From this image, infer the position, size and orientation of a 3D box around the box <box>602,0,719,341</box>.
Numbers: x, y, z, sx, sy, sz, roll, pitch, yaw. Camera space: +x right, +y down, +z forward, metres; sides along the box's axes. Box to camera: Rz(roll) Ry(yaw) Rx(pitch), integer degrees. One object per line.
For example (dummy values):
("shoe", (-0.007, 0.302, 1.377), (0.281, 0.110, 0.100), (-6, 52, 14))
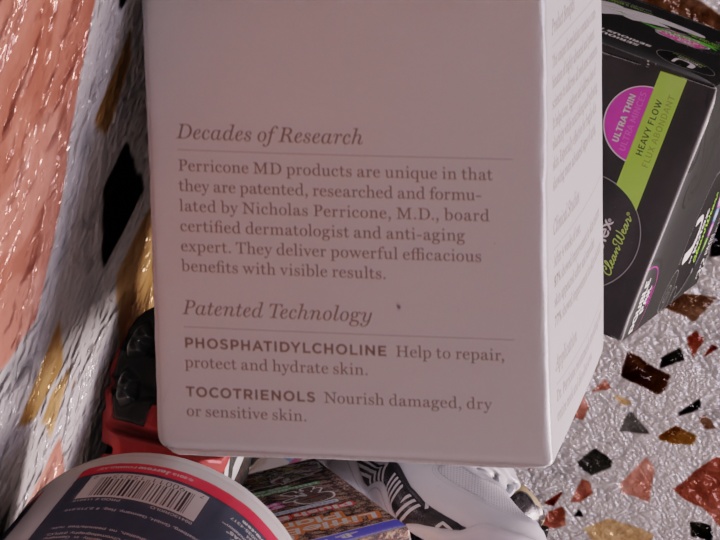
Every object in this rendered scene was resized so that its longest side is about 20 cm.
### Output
("box", (0.133, -0.064, 1.537), (0.200, 0.124, 0.149), (-25, 135, -70))

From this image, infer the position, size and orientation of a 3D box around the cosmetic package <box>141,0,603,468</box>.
("cosmetic package", (0.011, -0.038, 1.192), (0.167, 0.166, 0.200), (-48, 138, -71))

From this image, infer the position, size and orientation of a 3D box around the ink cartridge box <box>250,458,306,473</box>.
("ink cartridge box", (-0.019, 0.148, 1.695), (0.200, 0.085, 0.145), (-46, 163, -17))

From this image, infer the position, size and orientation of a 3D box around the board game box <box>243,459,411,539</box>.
("board game box", (-0.031, 0.196, 1.424), (0.200, 0.097, 0.160), (-159, -123, -75))

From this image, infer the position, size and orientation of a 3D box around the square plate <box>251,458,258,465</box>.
("square plate", (-0.024, 0.009, 1.773), (0.198, 0.028, 0.200), (-60, 166, -56))

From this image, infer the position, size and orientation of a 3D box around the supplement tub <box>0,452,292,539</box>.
("supplement tub", (-0.105, 0.170, 1.124), (0.200, 0.140, 0.140), (-55, 162, -65))

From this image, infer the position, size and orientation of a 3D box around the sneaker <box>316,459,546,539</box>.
("sneaker", (0.049, 0.080, 1.501), (0.075, 0.200, 0.115), (29, 92, -42))

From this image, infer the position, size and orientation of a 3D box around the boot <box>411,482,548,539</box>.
("boot", (0.049, 0.172, 1.592), (0.151, 0.073, 0.200), (-43, 180, -34))

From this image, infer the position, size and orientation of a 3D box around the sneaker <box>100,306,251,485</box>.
("sneaker", (-0.097, 0.116, 1.323), (0.098, 0.071, 0.200), (43, 64, -79))
